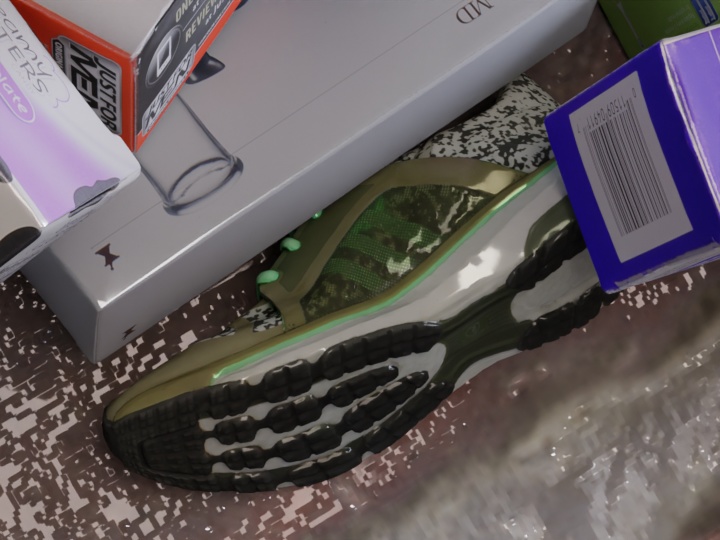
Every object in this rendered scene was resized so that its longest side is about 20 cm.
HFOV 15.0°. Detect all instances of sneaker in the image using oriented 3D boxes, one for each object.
[{"bbox_3d":[0.000,0.000,0.869,0.200,0.077,0.089,-27,57,-18],"label":"sneaker"}]

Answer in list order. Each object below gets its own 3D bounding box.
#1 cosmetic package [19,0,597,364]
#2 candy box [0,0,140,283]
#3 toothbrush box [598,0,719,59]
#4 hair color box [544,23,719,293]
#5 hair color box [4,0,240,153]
[{"bbox_3d":[-0.046,-0.088,0.849,0.200,0.052,0.151,-35,78,-19],"label":"cosmetic package"},{"bbox_3d":[-0.190,-0.031,0.745,0.200,0.072,0.168,-37,91,23],"label":"candy box"},{"bbox_3d":[0.168,-0.099,0.914,0.146,0.086,0.200,-27,90,-18],"label":"toothbrush box"},{"bbox_3d":[0.167,-0.055,0.806,0.200,0.109,0.065,-19,87,-15],"label":"hair color box"},{"bbox_3d":[-0.125,-0.128,0.796,0.200,0.061,0.102,29,65,10],"label":"hair color box"}]
